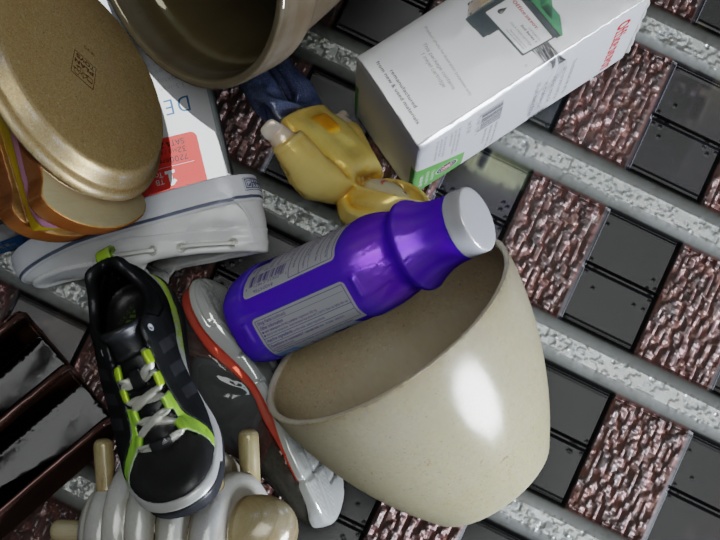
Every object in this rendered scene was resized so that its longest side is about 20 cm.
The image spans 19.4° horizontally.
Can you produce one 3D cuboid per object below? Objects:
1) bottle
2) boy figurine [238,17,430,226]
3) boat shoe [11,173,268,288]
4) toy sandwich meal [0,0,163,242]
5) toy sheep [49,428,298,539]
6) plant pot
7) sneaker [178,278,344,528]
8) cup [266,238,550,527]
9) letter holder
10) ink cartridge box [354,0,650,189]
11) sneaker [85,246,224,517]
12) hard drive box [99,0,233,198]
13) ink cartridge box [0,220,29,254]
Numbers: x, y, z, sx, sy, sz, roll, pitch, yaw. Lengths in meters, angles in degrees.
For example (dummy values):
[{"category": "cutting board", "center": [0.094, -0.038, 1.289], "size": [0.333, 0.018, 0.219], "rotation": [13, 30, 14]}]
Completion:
[{"category": "bottle", "center": [0.000, 0.000, 1.468], "size": [0.199, 0.084, 0.066], "rotation": [-24, 103, 28]}, {"category": "boy figurine", "center": [-0.028, -0.093, 1.528], "size": [0.064, 0.124, 0.200], "rotation": [-47, 71, 22]}, {"category": "boat shoe", "center": [-0.160, -0.012, 1.514], "size": [0.198, 0.073, 0.066], "rotation": [-17, 80, 21]}, {"category": "toy sandwich meal", "center": [-0.211, -0.115, 1.440], "size": [0.070, 0.205, 0.207], "rotation": [-30, 81, 27]}, {"category": "toy sheep", "center": [-0.132, 0.180, 1.475], "size": [0.198, 0.138, 0.139], "rotation": [-2, 79, 31]}, {"category": "plant pot", "center": [-0.066, -0.247, 1.474], "size": [0.173, 0.200, 0.201], "rotation": [-28, 80, -40]}, {"category": "sneaker", "center": [-0.086, 0.106, 1.530], "size": [0.082, 0.077, 0.201], "rotation": [-35, 81, 20]}, {"category": "cup", "center": [0.055, 0.093, 1.479], "size": [0.200, 0.200, 0.144], "rotation": [-38, 110, -7]}, {"category": "letter holder", "center": [-0.276, 0.134, 1.471], "size": [0.200, 0.142, 0.101], "rotation": [-41, 84, -8]}, {"category": "ink cartridge box", "center": [0.099, -0.155, 1.529], "size": [0.199, 0.146, 0.085], "rotation": [-33, 81, -7]}, {"category": "sneaker", "center": [-0.151, 0.073, 1.409], "size": [0.071, 0.083, 0.201], "rotation": [-28, 54, 9]}, {"category": "hard drive box", "center": [-0.188, -0.139, 1.554], "size": [0.154, 0.077, 0.202], "rotation": [-14, 81, -3]}, {"category": "ink cartridge box", "center": [-0.300, -0.093, 1.480], "size": [0.083, 0.200, 0.147], "rotation": [-15, 81, -4]}]
